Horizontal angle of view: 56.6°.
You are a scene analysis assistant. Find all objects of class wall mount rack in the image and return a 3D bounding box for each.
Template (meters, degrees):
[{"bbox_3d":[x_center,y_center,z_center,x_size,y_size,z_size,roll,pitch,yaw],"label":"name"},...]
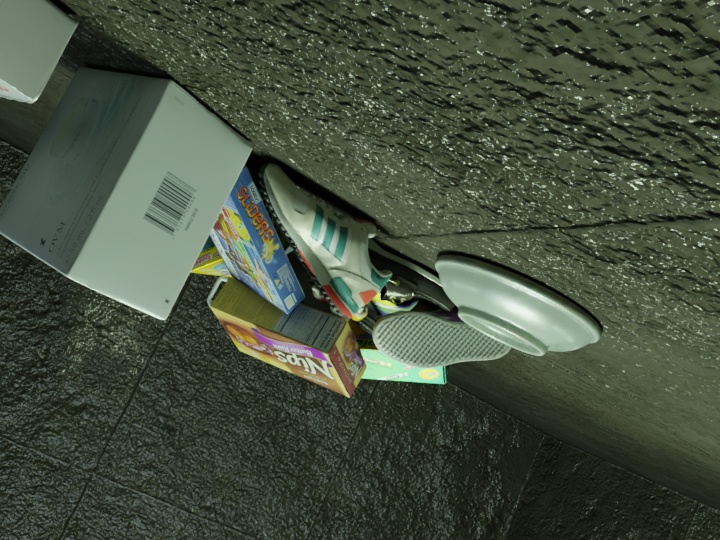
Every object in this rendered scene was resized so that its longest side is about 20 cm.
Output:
[{"bbox_3d":[-0.158,0.074,1.109,0.171,0.076,0.200,27,176,4],"label":"wall mount rack"}]

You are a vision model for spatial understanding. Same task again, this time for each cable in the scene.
[{"bbox_3d":[-0.024,0.053,0.901,0.095,0.051,0.201,24,163,15],"label":"cable"}]

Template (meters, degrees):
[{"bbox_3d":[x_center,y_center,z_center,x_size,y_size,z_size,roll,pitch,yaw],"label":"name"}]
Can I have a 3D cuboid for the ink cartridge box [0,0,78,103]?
[{"bbox_3d":[-0.356,-0.233,0.541,0.143,0.086,0.199,21,169,42],"label":"ink cartridge box"}]

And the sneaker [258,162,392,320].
[{"bbox_3d":[-0.036,-0.047,0.757,0.202,0.092,0.070,58,173,-16],"label":"sneaker"}]

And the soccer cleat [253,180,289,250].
[{"bbox_3d":[-0.127,-0.061,0.889,0.064,0.085,0.200,25,172,9],"label":"soccer cleat"}]

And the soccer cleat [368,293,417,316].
[{"bbox_3d":[0.000,-0.001,0.946,0.198,0.066,0.083,35,144,-26],"label":"soccer cleat"}]

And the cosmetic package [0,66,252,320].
[{"bbox_3d":[-0.252,-0.088,0.697,0.198,0.203,0.122,19,169,42],"label":"cosmetic package"}]

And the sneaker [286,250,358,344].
[{"bbox_3d":[-0.050,0.054,0.977,0.074,0.099,0.202,-33,91,40],"label":"sneaker"}]

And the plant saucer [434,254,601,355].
[{"bbox_3d":[0.165,0.050,0.745,0.197,0.051,0.200,27,173,3],"label":"plant saucer"}]

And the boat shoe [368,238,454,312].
[{"bbox_3d":[0.037,0.010,0.879,0.198,0.062,0.072,28,172,-5],"label":"boat shoe"}]

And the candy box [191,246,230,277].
[{"bbox_3d":[-0.185,-0.019,1.038,0.100,0.027,0.200,-19,174,9],"label":"candy box"}]

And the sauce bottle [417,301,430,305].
[{"bbox_3d":[0.112,0.085,1.116,0.196,0.067,0.066,25,172,-1],"label":"sauce bottle"}]

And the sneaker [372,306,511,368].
[{"bbox_3d":[0.100,0.084,0.927,0.195,0.075,0.114,6,-169,-17],"label":"sneaker"}]

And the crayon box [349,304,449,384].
[{"bbox_3d":[0.046,0.110,1.039,0.195,0.119,0.059,1,122,19],"label":"crayon box"}]

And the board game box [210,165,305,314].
[{"bbox_3d":[-0.149,-0.052,0.811,0.134,0.034,0.202,28,149,41],"label":"board game box"}]

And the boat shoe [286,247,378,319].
[{"bbox_3d":[-0.034,0.009,1.077,0.200,0.074,0.065,44,-167,21],"label":"boat shoe"}]

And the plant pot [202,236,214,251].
[{"bbox_3d":[-0.271,-0.080,1.070,0.197,0.137,0.200,27,173,4],"label":"plant pot"}]

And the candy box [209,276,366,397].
[{"bbox_3d":[-0.096,0.089,0.900,0.197,0.057,0.118,19,150,28],"label":"candy box"}]
